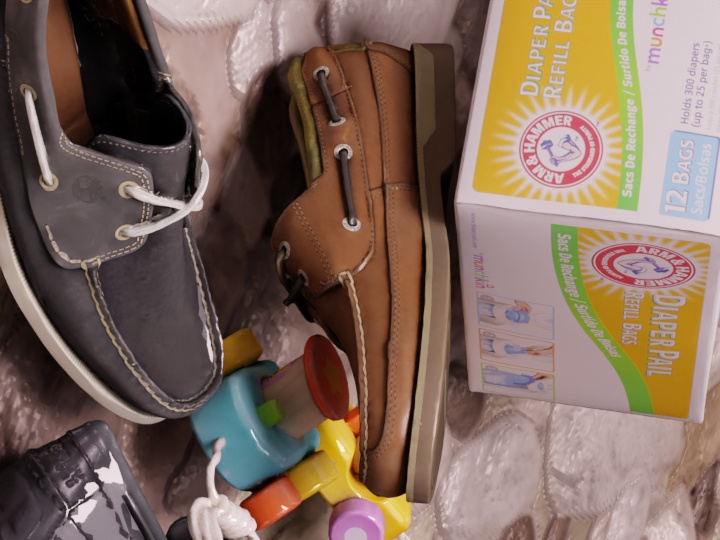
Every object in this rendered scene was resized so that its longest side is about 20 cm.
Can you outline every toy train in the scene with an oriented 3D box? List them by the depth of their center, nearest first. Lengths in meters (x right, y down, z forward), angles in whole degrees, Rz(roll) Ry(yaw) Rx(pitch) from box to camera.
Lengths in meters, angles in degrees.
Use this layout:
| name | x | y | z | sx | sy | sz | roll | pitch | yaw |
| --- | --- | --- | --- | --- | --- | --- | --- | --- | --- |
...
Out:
| name | x | y | z | sx | sy | sz | roll | pitch | yaw |
| --- | --- | --- | --- | --- | --- | --- | --- | --- | --- |
| toy train | 0.004 | 0.096 | 1.055 | 0.056 | 0.150 | 0.200 | -33 | 139 | 16 |

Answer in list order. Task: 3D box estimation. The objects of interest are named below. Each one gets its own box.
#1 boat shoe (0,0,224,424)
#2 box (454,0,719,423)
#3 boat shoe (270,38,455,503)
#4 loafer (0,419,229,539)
| name | x | y | z | sx | sy | sz | roll | pitch | yaw |
| --- | --- | --- | --- | --- | --- | --- | --- | --- | --- |
| boat shoe | -0.087 | -0.031 | 0.939 | 0.072 | 0.068 | 0.200 | -42 | 125 | -42 |
| box | 0.097 | -0.028 | 1.085 | 0.200 | 0.101 | 0.113 | 81 | 18 | -66 |
| boat shoe | 0.000 | 0.000 | 1.022 | 0.072 | 0.068 | 0.200 | 95 | -3 | -51 |
| loafer | -0.067 | 0.127 | 1.018 | 0.070 | 0.068 | 0.201 | -41 | 133 | -2 |
